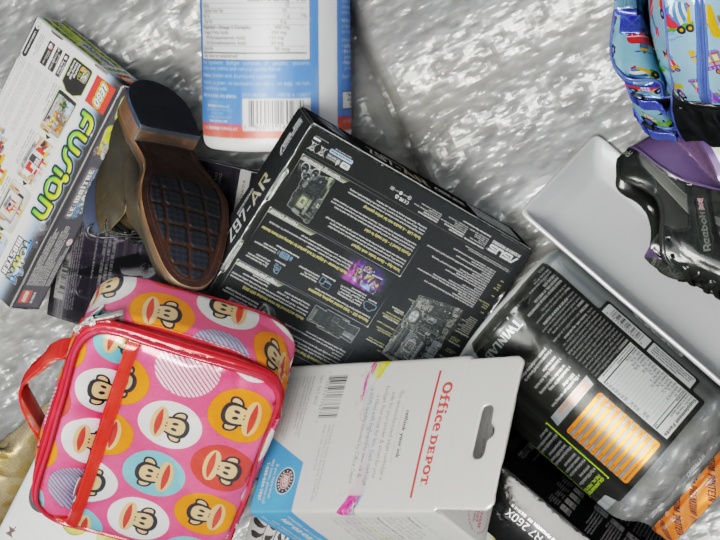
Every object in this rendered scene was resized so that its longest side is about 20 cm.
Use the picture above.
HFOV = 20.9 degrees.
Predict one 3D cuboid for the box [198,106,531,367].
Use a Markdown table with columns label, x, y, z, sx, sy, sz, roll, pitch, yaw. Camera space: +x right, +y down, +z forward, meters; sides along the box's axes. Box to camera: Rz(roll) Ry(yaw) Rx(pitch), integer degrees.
| label | x | y | z | sx | sy | sz | roll | pitch | yaw |
| --- | --- | --- | --- | --- | --- | --- | --- | --- | --- |
| box | 0.000 | 0.000 | 1.408 | 0.199 | 0.044 | 0.161 | 28 | 102 | -23 |

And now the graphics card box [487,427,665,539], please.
| label | x | y | z | sx | sy | sz | roll | pitch | yaw |
| --- | --- | --- | --- | --- | --- | --- | --- | --- | --- |
| graphics card box | 0.156 | 0.188 | 1.401 | 0.200 | 0.125 | 0.051 | 41 | 108 | 7 |

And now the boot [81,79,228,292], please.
| label | x | y | z | sx | sy | sz | roll | pitch | yaw |
| --- | --- | --- | --- | --- | --- | --- | --- | --- | --- |
| boot | -0.151 | -0.036 | 1.414 | 0.074 | 0.201 | 0.097 | 14 | 131 | -28 |

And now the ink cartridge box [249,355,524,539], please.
| label | x | y | z | sx | sy | sz | roll | pitch | yaw |
| --- | --- | --- | --- | --- | --- | --- | --- | --- | --- |
| ink cartridge box | 0.032 | 0.125 | 1.334 | 0.199 | 0.068 | 0.116 | -5 | 58 | 36 |

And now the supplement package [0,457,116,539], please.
| label | x | y | z | sx | sy | sz | roll | pitch | yaw |
| --- | --- | --- | --- | --- | --- | --- | --- | --- | --- |
| supplement package | -0.196 | 0.180 | 1.514 | 0.113 | 0.109 | 0.201 | 31 | 105 | 10 |

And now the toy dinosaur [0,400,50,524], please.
| label | x | y | z | sx | sy | sz | roll | pitch | yaw |
| --- | --- | --- | --- | --- | --- | --- | --- | --- | --- |
| toy dinosaur | -0.288 | 0.152 | 1.578 | 0.101 | 0.058 | 0.201 | 25 | 112 | -3 |

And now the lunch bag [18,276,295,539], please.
| label | x | y | z | sx | sy | sz | roll | pitch | yaw |
| --- | --- | --- | --- | --- | --- | --- | --- | --- | --- |
| lunch bag | -0.150 | 0.100 | 1.355 | 0.175 | 0.082 | 0.201 | 17 | 127 | -6 |

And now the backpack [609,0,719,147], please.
| label | x | y | z | sx | sy | sz | roll | pitch | yaw |
| --- | --- | --- | --- | --- | --- | --- | --- | --- | --- |
| backpack | 0.231 | -0.189 | 1.272 | 0.134 | 0.200 | 0.184 | -1 | 75 | 17 |

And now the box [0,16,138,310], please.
| label | x | y | z | sx | sy | sz | roll | pitch | yaw |
| --- | --- | --- | --- | --- | --- | --- | --- | --- | --- |
| box | -0.251 | -0.082 | 1.519 | 0.110 | 0.035 | 0.201 | 38 | 107 | 29 |

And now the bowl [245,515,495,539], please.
| label | x | y | z | sx | sy | sz | roll | pitch | yaw |
| --- | --- | --- | --- | --- | --- | --- | --- | --- | --- |
| bowl | 0.003 | 0.248 | 1.430 | 0.199 | 0.094 | 0.202 | 6 | 126 | 8 |

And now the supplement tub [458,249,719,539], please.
| label | x | y | z | sx | sy | sz | roll | pitch | yaw |
| --- | --- | --- | --- | --- | --- | --- | --- | --- | --- |
| supplement tub | 0.176 | 0.091 | 1.384 | 0.200 | 0.122 | 0.123 | 42 | 106 | 7 |

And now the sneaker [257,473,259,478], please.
| label | x | y | z | sx | sy | sz | roll | pitch | yaw |
| --- | --- | --- | --- | --- | --- | --- | --- | --- | --- |
| sneaker | -0.015 | 0.174 | 1.476 | 0.199 | 0.079 | 0.096 | 7 | 101 | 16 |

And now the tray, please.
| label | x | y | z | sx | sy | sz | roll | pitch | yaw |
| --- | --- | --- | --- | --- | --- | --- | --- | --- | --- |
| tray | 0.212 | -0.001 | 1.384 | 0.200 | 0.107 | 0.022 | 41 | 142 | 7 |

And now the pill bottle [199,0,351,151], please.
| label | x | y | z | sx | sy | sz | roll | pitch | yaw |
| --- | --- | --- | --- | --- | --- | --- | --- | --- | --- |
| pill bottle | -0.062 | -0.190 | 1.426 | 0.111 | 0.112 | 0.201 | 2 | 97 | 16 |

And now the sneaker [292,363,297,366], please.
| label | x | y | z | sx | sy | sz | roll | pitch | yaw |
| --- | --- | --- | --- | --- | --- | --- | --- | --- | --- |
| sneaker | -0.042 | 0.030 | 1.480 | 0.115 | 0.078 | 0.201 | 29 | 112 | -1 |

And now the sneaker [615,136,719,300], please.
| label | x | y | z | sx | sy | sz | roll | pitch | yaw |
| --- | --- | --- | --- | --- | --- | --- | --- | --- | --- |
| sneaker | 0.245 | -0.005 | 1.355 | 0.087 | 0.076 | 0.201 | -25 | 72 | -10 |

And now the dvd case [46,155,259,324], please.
| label | x | y | z | sx | sy | sz | roll | pitch | yaw |
| --- | --- | --- | --- | --- | --- | --- | --- | --- | --- |
| dvd case | -0.156 | -0.018 | 1.485 | 0.199 | 0.016 | 0.150 | 15 | 97 | 38 |
